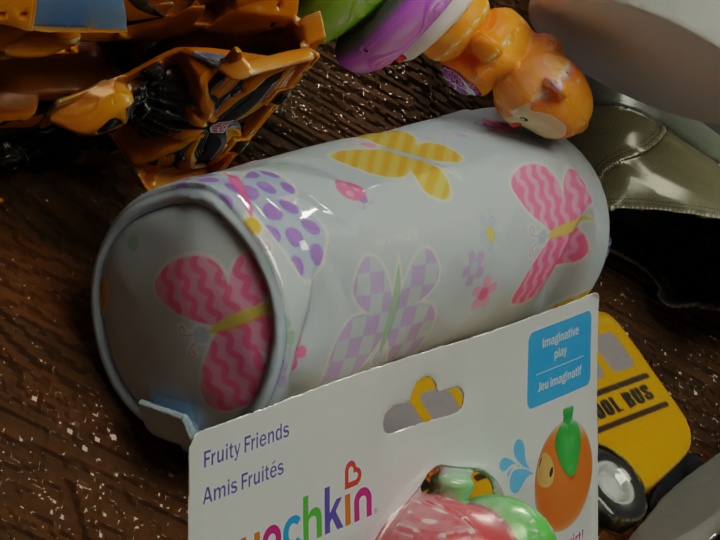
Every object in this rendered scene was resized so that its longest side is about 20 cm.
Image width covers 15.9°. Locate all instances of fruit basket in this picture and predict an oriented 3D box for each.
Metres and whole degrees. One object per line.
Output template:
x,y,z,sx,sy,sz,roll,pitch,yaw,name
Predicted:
0.022,0.121,0.688,0.093,0.202,0.185,14,18,35,fruit basket

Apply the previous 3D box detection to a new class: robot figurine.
-0.099,-0.062,0.783,0.199,0.145,0.059,-5,62,-36,robot figurine

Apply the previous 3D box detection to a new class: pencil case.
0.000,0.000,0.865,0.083,0.091,0.199,31,26,28,pencil case

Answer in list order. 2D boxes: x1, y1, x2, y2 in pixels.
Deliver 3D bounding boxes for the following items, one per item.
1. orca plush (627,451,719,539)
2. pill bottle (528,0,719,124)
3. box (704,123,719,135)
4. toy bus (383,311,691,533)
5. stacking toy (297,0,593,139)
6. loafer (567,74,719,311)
0.169,0.086,0.949,0.071,0.105,0.200,60,38,-8,orca plush
0.141,-0.161,0.916,0.115,0.116,0.201,30,78,-22,pill bottle
0.200,-0.158,1.119,0.171,0.199,0.201,24,39,-27,box
0.029,0.074,0.838,0.199,0.065,0.079,-16,67,-51,toy bus
0.002,-0.111,0.875,0.200,0.116,0.110,42,77,-12,stacking toy
0.148,-0.006,1.042,0.199,0.075,0.070,24,53,-21,loafer
